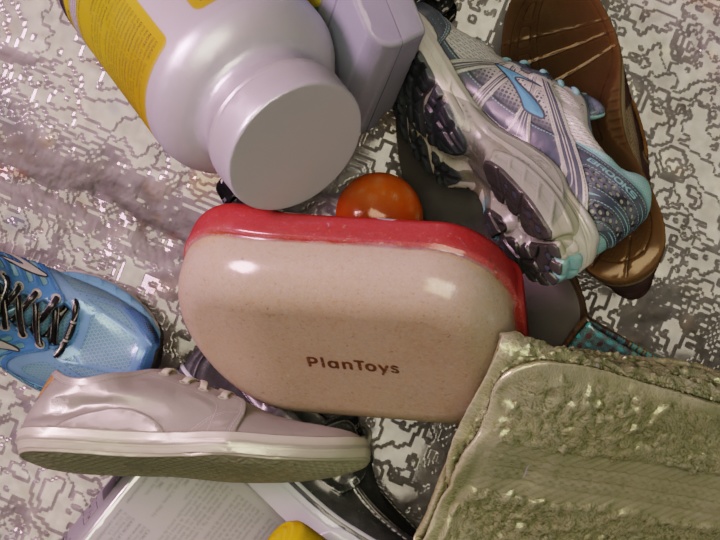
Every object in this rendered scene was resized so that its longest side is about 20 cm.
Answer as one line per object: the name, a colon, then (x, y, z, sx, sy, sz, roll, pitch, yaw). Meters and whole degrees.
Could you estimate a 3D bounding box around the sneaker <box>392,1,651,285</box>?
sneaker: (0.085, -0.079, 0.957, 0.086, 0.078, 0.201, -23, 59, -20)

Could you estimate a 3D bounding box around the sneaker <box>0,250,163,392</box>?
sneaker: (-0.212, 0.026, 1.005, 0.198, 0.090, 0.079, 20, 91, 0)

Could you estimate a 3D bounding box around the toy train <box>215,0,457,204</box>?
toy train: (-0.014, -0.112, 1.031, 0.046, 0.034, 0.200, 44, 92, 12)

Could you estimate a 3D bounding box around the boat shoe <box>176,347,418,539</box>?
boat shoe: (-0.025, 0.109, 1.010, 0.199, 0.072, 0.071, 39, 95, 3)

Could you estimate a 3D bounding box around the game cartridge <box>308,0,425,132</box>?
game cartridge: (-0.032, -0.188, 0.961, 0.040, 0.133, 0.201, -23, 75, -21)

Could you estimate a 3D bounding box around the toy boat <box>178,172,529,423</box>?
toy boat: (0.000, 0.000, 0.959, 0.198, 0.131, 0.132, 4, 49, 14)

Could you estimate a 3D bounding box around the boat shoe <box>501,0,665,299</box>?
boat shoe: (0.134, -0.077, 1.010, 0.071, 0.072, 0.202, -20, 68, 9)

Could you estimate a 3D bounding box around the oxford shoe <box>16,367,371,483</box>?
oxford shoe: (-0.092, 0.085, 0.956, 0.198, 0.075, 0.058, 4, 68, 4)

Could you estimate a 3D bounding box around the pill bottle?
pill bottle: (-0.083, -0.125, 0.948, 0.112, 0.112, 0.200, -39, 53, 1)

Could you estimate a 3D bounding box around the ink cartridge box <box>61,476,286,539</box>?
ink cartridge box: (-0.089, 0.208, 1.036, 0.200, 0.047, 0.161, 39, 90, -16)

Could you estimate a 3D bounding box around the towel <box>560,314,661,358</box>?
towel: (0.167, 0.128, 0.986, 0.199, 0.022, 0.147, 29, 105, -19)

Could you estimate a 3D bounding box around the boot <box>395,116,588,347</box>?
boot: (0.079, -0.037, 1.016, 0.073, 0.075, 0.202, -27, 75, 17)

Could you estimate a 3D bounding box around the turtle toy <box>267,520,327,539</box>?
turtle toy: (-0.010, 0.219, 0.949, 0.145, 0.101, 0.200, 39, 120, -18)

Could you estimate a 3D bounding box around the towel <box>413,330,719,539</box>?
towel: (0.137, 0.112, 0.931, 0.198, 0.037, 0.150, 11, 115, -20)
